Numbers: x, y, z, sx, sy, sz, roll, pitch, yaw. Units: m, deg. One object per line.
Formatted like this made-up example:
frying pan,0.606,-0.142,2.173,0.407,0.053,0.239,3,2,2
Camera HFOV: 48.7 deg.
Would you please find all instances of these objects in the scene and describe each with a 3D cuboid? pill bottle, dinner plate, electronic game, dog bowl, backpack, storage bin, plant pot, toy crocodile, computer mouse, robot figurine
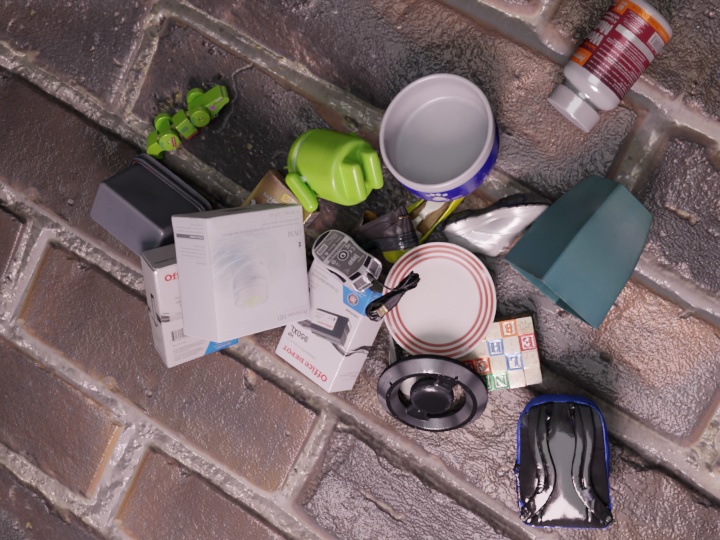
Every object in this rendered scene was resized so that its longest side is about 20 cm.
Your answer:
pill bottle,0.398,-0.333,1.284,0.109,0.109,0.201,40,103,7
dinner plate,0.134,0.054,1.367,0.195,0.024,0.206,0,94,4
electronic game,0.125,0.217,1.391,0.195,0.042,0.203,5,134,5
dog bowl,0.134,-0.223,1.345,0.195,0.079,0.205,-6,74,19
backpack,0.334,0.309,1.336,0.158,0.168,0.206,-4,91,12
storage bin,-0.402,-0.100,1.486,0.199,0.134,0.147,37,121,9
plant pot,0.365,-0.043,1.292,0.140,0.141,0.201,37,92,-22
toy crocodile,-0.327,-0.279,1.501,0.198,0.062,0.068,-34,52,10
computer mouse,0.000,0.000,1.352,0.199,0.044,0.110,38,78,29
robot figurine,-0.049,-0.183,1.388,0.198,0.175,0.118,21,139,43

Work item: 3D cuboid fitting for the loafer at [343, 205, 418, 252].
loafer,0.018,-0.070,1.404,0.197,0.072,0.074,-5,97,40

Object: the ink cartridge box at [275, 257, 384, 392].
ink cartridge box,-0.048,0.095,1.435,0.143,0.084,0.204,31,103,29

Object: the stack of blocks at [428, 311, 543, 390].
stack of blocks,0.216,0.150,1.405,0.195,0.058,0.118,-10,93,15

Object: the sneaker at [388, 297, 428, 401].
sneaker,0.079,0.135,1.429,0.072,0.079,0.206,-5,96,12

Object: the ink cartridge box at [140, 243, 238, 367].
ink cartridge box,-0.309,0.052,1.447,0.084,0.143,0.204,37,135,48

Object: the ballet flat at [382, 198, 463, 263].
ballet flat,0.106,-0.091,1.405,0.067,0.067,0.200,46,104,5

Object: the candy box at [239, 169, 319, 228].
candy box,-0.183,-0.074,1.486,0.115,0.055,0.201,43,105,5

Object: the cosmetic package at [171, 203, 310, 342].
cosmetic package,-0.199,-0.002,1.354,0.121,0.197,0.205,7,105,47

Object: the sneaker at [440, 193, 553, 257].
sneaker,0.242,-0.075,1.380,0.196,0.075,0.089,-16,106,20
